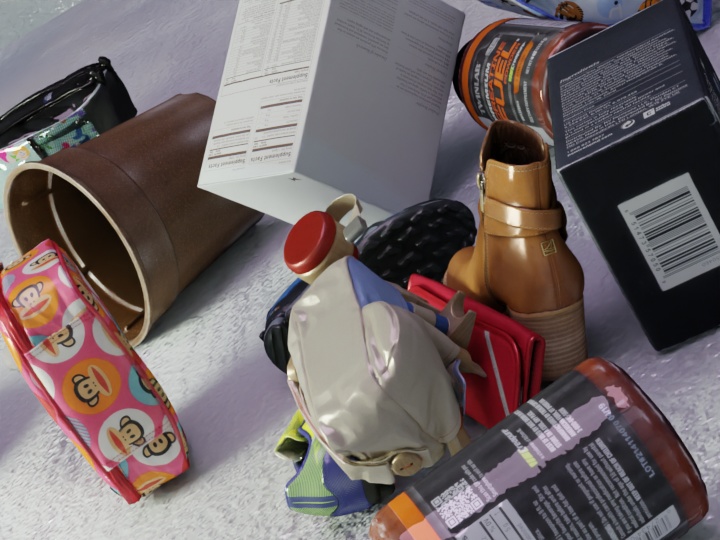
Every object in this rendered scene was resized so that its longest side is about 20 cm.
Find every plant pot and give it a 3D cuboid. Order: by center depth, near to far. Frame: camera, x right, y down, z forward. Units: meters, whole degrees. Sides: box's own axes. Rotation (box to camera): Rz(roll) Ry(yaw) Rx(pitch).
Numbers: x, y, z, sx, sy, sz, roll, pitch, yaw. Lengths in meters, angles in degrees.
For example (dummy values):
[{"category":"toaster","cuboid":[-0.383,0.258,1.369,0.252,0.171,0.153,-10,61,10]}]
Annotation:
[{"category":"plant pot","cuboid":[-0.204,-0.063,1.706,0.198,0.201,0.199,-39,21,-34]}]

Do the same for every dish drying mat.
[{"category":"dish drying mat","cuboid":[0.070,0.058,1.218,0.018,0.078,0.200,1,11,-22]}]

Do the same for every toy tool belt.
[{"category":"toy tool belt","cuboid":[0.018,0.054,1.171,0.125,0.123,0.201,-44,36,20]}]

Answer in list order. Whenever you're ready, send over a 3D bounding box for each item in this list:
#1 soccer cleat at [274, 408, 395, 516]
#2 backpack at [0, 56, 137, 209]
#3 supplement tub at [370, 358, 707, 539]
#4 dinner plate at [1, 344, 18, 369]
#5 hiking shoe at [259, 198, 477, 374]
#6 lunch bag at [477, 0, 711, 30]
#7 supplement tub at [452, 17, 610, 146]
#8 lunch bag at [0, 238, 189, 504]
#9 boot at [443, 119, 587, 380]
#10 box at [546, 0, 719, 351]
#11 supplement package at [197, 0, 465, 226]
[{"category":"soccer cleat","cuboid":[-0.021,0.101,1.243,0.083,0.065,0.201,-12,27,5]},{"category":"backpack","cuboid":[-0.370,-0.150,2.158,0.199,0.151,0.178,-23,20,6]},{"category":"supplement tub","cuboid":[0.079,0.143,0.947,0.199,0.107,0.107,-35,21,-5]},{"category":"dinner plate","cuboid":[-0.295,0.030,1.847,0.199,0.024,0.201,-27,22,12]},{"category":"hiking shoe","cuboid":[0.000,0.000,1.426,0.199,0.075,0.087,-33,22,-1]},{"category":"lunch bag","cuboid":[0.192,-0.276,1.589,0.198,0.125,0.170,-6,14,-13]},{"category":"supplement tub","cuboid":[0.152,-0.162,1.516,0.107,0.107,0.200,-38,21,-14]},{"category":"lunch bag","cuboid":[-0.214,0.073,1.400,0.082,0.201,0.176,-32,18,-4]},{"category":"boot","cuboid":[0.096,-0.028,1.223,0.076,0.157,0.200,-14,21,-6]},{"category":"box","cuboid":[0.205,-0.069,1.187,0.106,0.149,0.200,-26,23,15]},{"category":"supplement package","cuboid":[-0.025,-0.151,1.565,0.150,0.151,0.202,-4,70,51]}]
